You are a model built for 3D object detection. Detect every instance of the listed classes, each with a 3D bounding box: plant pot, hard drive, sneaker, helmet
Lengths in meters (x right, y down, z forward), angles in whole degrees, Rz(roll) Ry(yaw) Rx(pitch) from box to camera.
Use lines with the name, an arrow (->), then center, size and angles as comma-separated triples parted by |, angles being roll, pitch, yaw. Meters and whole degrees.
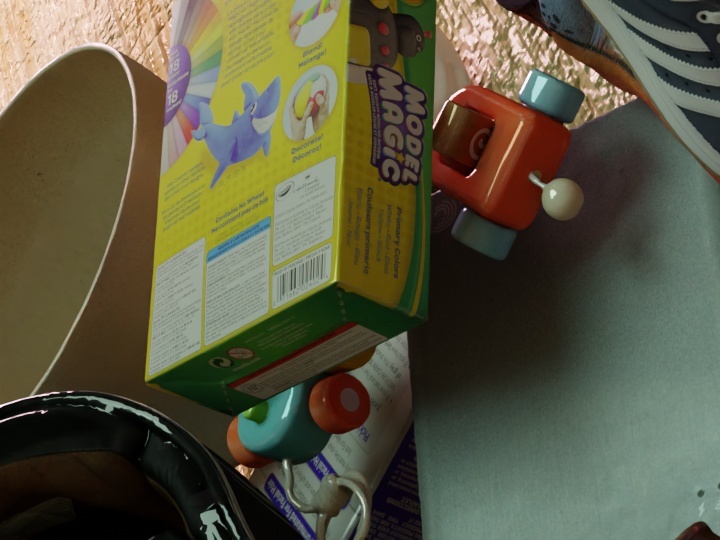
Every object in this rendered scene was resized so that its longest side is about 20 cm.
plant pot -> -0.098, 0.019, 1.249 | 0.200, 0.134, 0.201 | -39, 37, 39
hard drive -> 0.083, 0.037, 1.041 | 0.139, 0.033, 0.200 | -25, 48, 25
sneaker -> 0.128, -0.089, 0.926 | 0.070, 0.200, 0.108 | -48, 13, -14
helmet -> -0.090, 0.160, 1.071 | 0.199, 0.191, 0.200 | -10, 46, 11

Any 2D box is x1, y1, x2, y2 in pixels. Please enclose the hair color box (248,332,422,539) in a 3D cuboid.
hair color box -> 0.011, 0.081, 1.193 | 0.200, 0.065, 0.109 | -61, 26, 9

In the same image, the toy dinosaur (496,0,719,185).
toy dinosaur -> 0.069, -0.103, 1.065 | 0.181, 0.105, 0.201 | 161, 112, -63

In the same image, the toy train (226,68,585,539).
toy train -> 0.000, 0.000, 1.072 | 0.200, 0.056, 0.150 | -62, 31, 9

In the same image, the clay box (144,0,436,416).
clay box -> -0.024, -0.059, 1.054 | 0.115, 0.048, 0.201 | -27, 50, 44

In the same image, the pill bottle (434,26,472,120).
pill bottle -> -0.043, -0.039, 1.353 | 0.200, 0.111, 0.112 | -49, 30, 36

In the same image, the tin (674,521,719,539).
tin -> 0.076, 0.174, 0.931 | 0.200, 0.042, 0.112 | -64, -14, 18
